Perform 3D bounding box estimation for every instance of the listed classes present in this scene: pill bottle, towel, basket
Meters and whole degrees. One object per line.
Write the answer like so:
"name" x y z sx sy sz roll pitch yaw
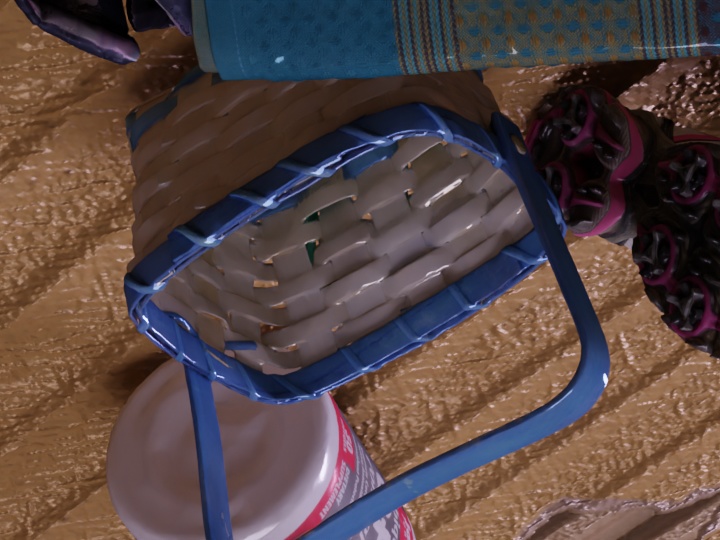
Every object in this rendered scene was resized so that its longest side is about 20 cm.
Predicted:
"pill bottle" -0.036 0.126 1.242 0.110 0.111 0.200 -18 145 9
"towel" 0.037 -0.138 0.852 0.198 0.148 0.022 -2 -171 13
"basket" 0.000 0.000 0.998 0.176 0.201 0.139 -28 142 23

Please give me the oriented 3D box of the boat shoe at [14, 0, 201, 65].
"boat shoe" -0.115 -0.146 0.851 0.074 0.093 0.200 -24 144 28

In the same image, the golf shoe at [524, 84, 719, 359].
"golf shoe" 0.147 -0.018 1.044 0.092 0.200 0.073 14 108 -31
